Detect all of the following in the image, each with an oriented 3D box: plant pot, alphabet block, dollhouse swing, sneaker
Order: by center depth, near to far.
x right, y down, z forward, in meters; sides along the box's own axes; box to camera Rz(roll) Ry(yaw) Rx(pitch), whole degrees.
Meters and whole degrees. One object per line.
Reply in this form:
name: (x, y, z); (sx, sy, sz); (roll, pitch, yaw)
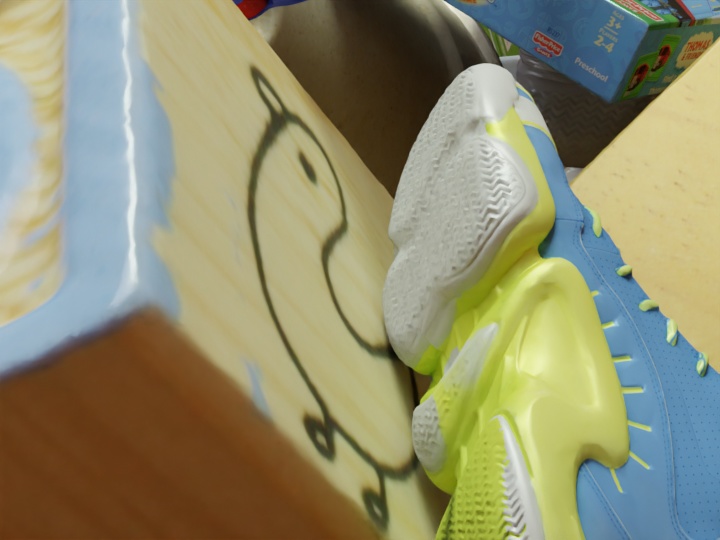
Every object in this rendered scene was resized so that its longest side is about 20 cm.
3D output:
sneaker: (0.068, 0.031, 0.597); (0.076, 0.105, 0.200); (-46, 38, 50)
alphabet block: (-0.096, 0.035, 0.612); (0.196, 0.200, 0.196); (-23, 46, 18)
dollhouse swing: (0.153, 0.005, 0.714); (0.200, 0.176, 0.182); (-44, 63, -4)
plant pot: (-0.059, -0.074, 0.792); (0.200, 0.183, 0.201); (-7, 71, 21)
sneaker: (0.125, -0.087, 0.916); (0.075, 0.114, 0.200); (1, 40, 17)

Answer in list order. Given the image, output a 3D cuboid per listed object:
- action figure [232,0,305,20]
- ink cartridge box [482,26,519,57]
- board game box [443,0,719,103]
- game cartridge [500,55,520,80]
action figure: (-0.043, -0.124, 0.663); (0.200, 0.099, 0.065); (-21, -14, 10)
ink cartridge box: (0.000, -0.156, 1.196); (0.200, 0.076, 0.148); (-10, 25, 18)
board game box: (0.085, -0.124, 0.774); (0.151, 0.037, 0.200); (35, 23, 21)
game cartridge: (0.004, -0.086, 0.985); (0.133, 0.042, 0.200); (-6, 4, 31)
